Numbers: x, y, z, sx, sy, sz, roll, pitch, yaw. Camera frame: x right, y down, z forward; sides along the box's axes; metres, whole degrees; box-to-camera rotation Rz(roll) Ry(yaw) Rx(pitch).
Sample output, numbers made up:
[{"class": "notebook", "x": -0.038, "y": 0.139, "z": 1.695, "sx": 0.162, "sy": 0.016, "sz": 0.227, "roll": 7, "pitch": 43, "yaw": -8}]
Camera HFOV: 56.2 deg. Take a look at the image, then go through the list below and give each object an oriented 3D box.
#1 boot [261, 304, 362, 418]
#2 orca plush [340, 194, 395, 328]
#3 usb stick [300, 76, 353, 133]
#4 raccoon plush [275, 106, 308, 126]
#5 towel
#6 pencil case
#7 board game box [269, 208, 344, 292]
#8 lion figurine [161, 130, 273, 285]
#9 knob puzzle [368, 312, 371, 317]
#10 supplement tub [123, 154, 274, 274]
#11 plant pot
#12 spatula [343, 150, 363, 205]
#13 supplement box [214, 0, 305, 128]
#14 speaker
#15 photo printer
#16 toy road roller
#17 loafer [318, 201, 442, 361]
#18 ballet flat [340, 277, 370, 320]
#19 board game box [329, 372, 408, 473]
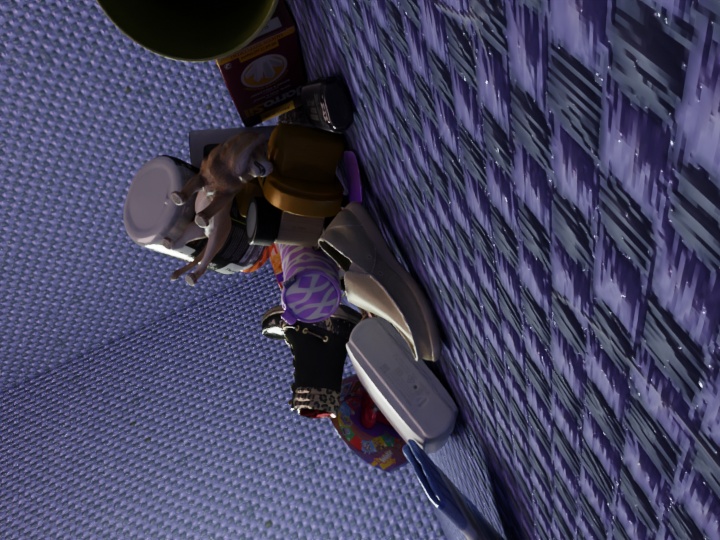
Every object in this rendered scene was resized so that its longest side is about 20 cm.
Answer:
[{"class": "boot", "x": -0.090, "y": 0.133, "z": 0.995, "sx": 0.073, "sy": 0.200, "sz": 0.158, "roll": 28, "pitch": -116, "yaw": -41}, {"class": "orca plush", "x": 0.000, "y": 0.000, "z": 0.910, "sx": 0.105, "sy": 0.070, "sz": 0.204, "roll": -151, "pitch": 39, "yaw": -83}, {"class": "usb stick", "x": -0.040, "y": -0.181, "z": 0.735, "sx": 0.200, "sy": 0.032, "sz": 0.057, "roll": -126, "pitch": 20, "yaw": -73}, {"class": "raccoon plush", "x": -0.140, "y": -0.219, "z": 1.102, "sx": 0.097, "sy": 0.131, "sz": 0.204, "roll": 169, "pitch": 78, "yaw": -87}, {"class": "towel", "x": 0.126, "y": 0.292, "z": 0.767, "sx": 0.201, "sy": 0.024, "sz": 0.147, "roll": 49, "pitch": 180, "yaw": -17}, {"class": "pencil case", "x": -0.075, "y": -0.009, "z": 0.920, "sx": 0.083, "sy": 0.085, "sz": 0.202, "roll": 38, "pitch": -160, "yaw": -25}, {"class": "board game box", "x": -0.077, "y": -0.053, "z": 1.081, "sx": 0.047, "sy": 0.149, "sz": 0.201, "roll": 66, "pitch": 177, "yaw": -38}, {"class": "lion figurine", "x": -0.175, "y": -0.076, "z": 0.810, "sx": 0.072, "sy": 0.123, "sz": 0.200, "roll": 37, "pitch": 138, "yaw": -2}, {"class": "knob puzzle", "x": 0.020, "y": 0.033, "z": 1.113, "sx": 0.220, "sy": 0.030, "sz": 0.224, "roll": 157, "pitch": 91, "yaw": -86}, {"class": "supplement tub", "x": -0.215, "y": -0.068, "z": 0.936, "sx": 0.199, "sy": 0.122, "sz": 0.124, "roll": 24, "pitch": -147, "yaw": -53}, {"class": "plant pot", "x": -0.162, "y": -0.338, "z": 0.678, "sx": 0.202, "sy": 0.183, "sz": 0.190, "roll": -94, "pitch": -14, "yaw": -55}, {"class": "spatula", "x": 0.018, "y": -0.042, "z": 0.798, "sx": 0.204, "sy": 0.020, "sz": 0.056, "roll": 67, "pitch": 168, "yaw": -14}, {"class": "supplement box", "x": -0.141, "y": -0.289, "z": 0.918, "sx": 0.200, "sy": 0.108, "sz": 0.087, "roll": 84, "pitch": 161, "yaw": -77}, {"class": "speaker", "x": -0.148, "y": -0.171, "z": 0.992, "sx": 0.081, "sy": 0.194, "sz": 0.084, "roll": 175, "pitch": 90, "yaw": -81}, {"class": "photo printer", "x": 0.055, "y": 0.160, "z": 0.887, "sx": 0.167, "sy": 0.069, "sz": 0.201, "roll": 49, "pitch": 170, "yaw": 19}, {"class": "toy road roller", "x": -0.084, "y": -0.125, "z": 0.865, "sx": 0.201, "sy": 0.120, "sz": 0.149, "roll": -119, "pitch": 41, "yaw": -53}, {"class": "loafer", "x": 0.019, "y": 0.020, "z": 0.723, "sx": 0.202, "sy": 0.067, "sz": 0.076, "roll": 57, "pitch": 172, "yaw": 27}, {"class": "ballet flat", "x": -0.014, "y": 0.033, "z": 1.268, "sx": 0.069, "sy": 0.070, "sz": 0.204, "roll": 78, "pitch": 169, "yaw": -74}, {"class": "board game box", "x": 0.045, "y": 0.203, "z": 1.003, "sx": 0.159, "sy": 0.197, "sz": 0.039, "roll": 52, "pitch": 129, "yaw": 24}]
